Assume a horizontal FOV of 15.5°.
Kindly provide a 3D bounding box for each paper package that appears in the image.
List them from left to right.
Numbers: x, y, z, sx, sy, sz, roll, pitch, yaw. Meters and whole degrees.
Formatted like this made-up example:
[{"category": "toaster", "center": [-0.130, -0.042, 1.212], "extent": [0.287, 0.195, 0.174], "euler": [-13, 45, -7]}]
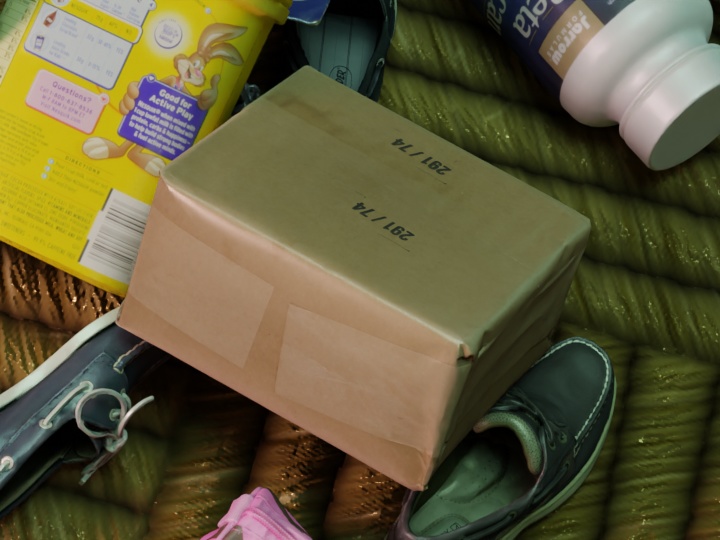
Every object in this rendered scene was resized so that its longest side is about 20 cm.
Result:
[{"category": "paper package", "center": [0.000, 0.000, 1.439], "extent": [0.200, 0.104, 0.191], "euler": [28, 33, 15]}]

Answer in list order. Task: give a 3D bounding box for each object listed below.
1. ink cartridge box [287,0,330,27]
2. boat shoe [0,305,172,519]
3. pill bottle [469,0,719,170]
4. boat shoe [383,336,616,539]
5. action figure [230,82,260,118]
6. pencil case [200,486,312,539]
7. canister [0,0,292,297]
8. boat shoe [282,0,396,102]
[{"category": "ink cartridge box", "center": [-0.103, -0.218, 1.599], "extent": [0.199, 0.041, 0.200], "euler": [9, 31, 6]}, {"category": "boat shoe", "center": [-0.161, 0.081, 1.435], "extent": [0.200, 0.075, 0.062], "euler": [-34, 69, -31]}, {"category": "pill bottle", "center": [0.146, -0.160, 1.626], "extent": [0.111, 0.111, 0.200], "euler": [-29, 66, -25]}, {"category": "boat shoe", "center": [0.084, 0.104, 1.471], "extent": [0.072, 0.066, 0.201], "euler": [36, 59, 14]}, {"category": "action figure", "center": [-0.127, -0.101, 1.560], "extent": [0.130, 0.069, 0.200], "euler": [-17, 58, -14]}, {"category": "pencil case", "center": [-0.006, 0.198, 1.379], "extent": [0.200, 0.094, 0.091], "euler": [36, 59, 14]}, {"category": "canister", "center": [-0.142, -0.102, 1.464], "extent": [0.148, 0.087, 0.200], "euler": [26, 91, 8]}, {"category": "boat shoe", "center": [-0.014, -0.160, 1.624], "extent": [0.074, 0.066, 0.200], "euler": [11, 56, -1]}]
